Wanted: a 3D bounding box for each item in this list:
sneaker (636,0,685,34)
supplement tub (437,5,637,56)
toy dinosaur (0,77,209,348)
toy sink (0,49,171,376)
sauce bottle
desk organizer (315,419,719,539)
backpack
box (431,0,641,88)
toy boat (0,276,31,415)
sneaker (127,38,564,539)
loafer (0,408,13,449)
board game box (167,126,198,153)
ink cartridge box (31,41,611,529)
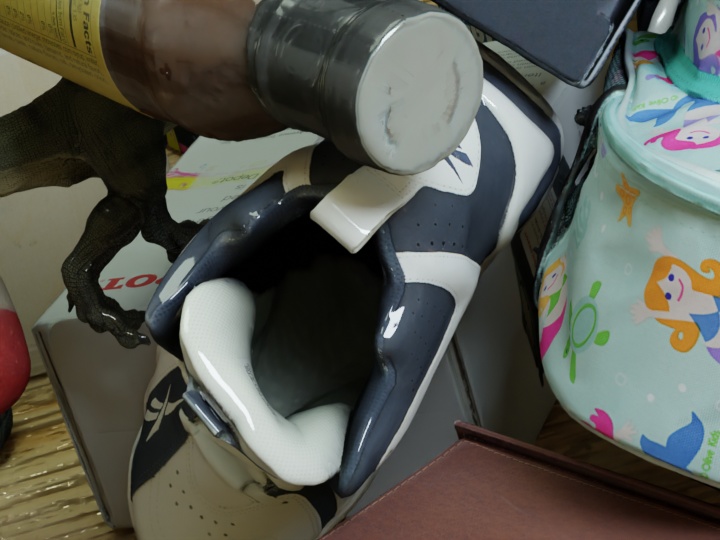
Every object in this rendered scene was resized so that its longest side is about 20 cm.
[{"bbox_3d":[0.130,-0.090,0.827,0.078,0.079,0.201,1,69,4],"label":"sneaker"},{"bbox_3d":[0.094,-0.148,0.968,0.144,0.201,0.145,-13,22,5],"label":"supplement tub"},{"bbox_3d":[-0.072,-0.032,0.735,0.047,0.088,0.200,11,35,41],"label":"toy dinosaur"},{"bbox_3d":[-0.134,-0.079,0.940,0.112,0.201,0.130,-17,28,-4],"label":"toy sink"},{"bbox_3d":[-0.046,-0.071,0.642,0.065,0.065,0.200,-29,36,-30],"label":"sauce bottle"},{"bbox_3d":[0.070,0.104,0.571,0.077,0.072,0.200,-32,28,-29],"label":"desk organizer"},{"bbox_3d":[0.137,-0.006,0.631,0.177,0.151,0.200,16,21,5],"label":"backpack"},{"bbox_3d":[0.058,-0.144,0.716,0.104,0.148,0.200,31,6,1],"label":"box"},{"bbox_3d":[-0.172,0.076,0.734,0.130,0.131,0.200,-7,-25,-38],"label":"toy boat"},{"bbox_3d":[-0.029,0.034,0.662,0.199,0.079,0.130,-49,-5,31],"label":"sneaker"},{"bbox_3d":[-0.229,0.055,0.870,0.199,0.073,0.073,-19,24,-6],"label":"loafer"},{"bbox_3d":[-0.088,-0.133,1.118,0.064,0.148,0.200,-25,24,-17],"label":"board game box"},{"bbox_3d":[0.000,0.000,0.835,0.145,0.083,0.200,-5,26,24],"label":"ink cartridge box"}]
